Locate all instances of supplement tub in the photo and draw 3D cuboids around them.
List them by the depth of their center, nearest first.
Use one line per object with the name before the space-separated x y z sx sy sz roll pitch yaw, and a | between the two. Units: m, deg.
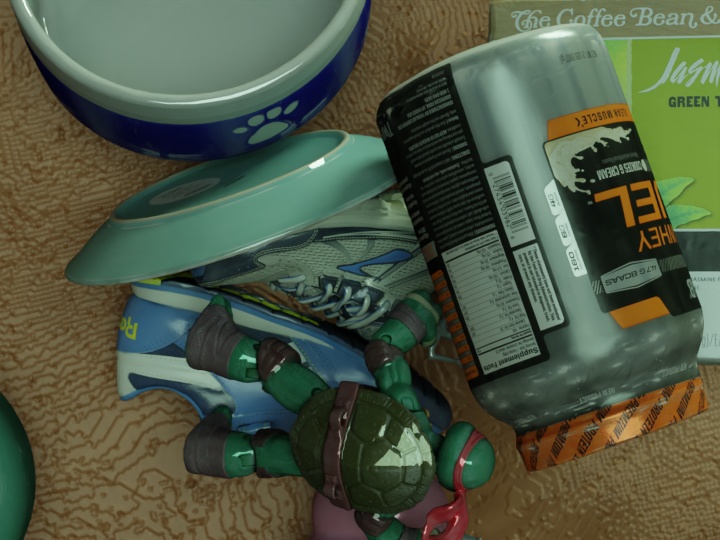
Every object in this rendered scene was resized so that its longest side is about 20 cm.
supplement tub | 0.094 -0.010 0.990 0.122 0.123 0.201 -19 86 -6

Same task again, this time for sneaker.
sneaker | 0.000 0.000 1.108 0.199 0.077 0.086 -8 91 -30
sneaker | -0.046 0.063 1.136 0.199 0.074 0.083 20 93 0

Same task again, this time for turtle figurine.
turtle figurine | 0.005 0.082 1.034 0.199 0.101 0.150 12 95 21

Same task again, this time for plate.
plate | -0.066 -0.041 1.067 0.199 0.200 0.026 -20 104 -6

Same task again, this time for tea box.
tea box | 0.175 -0.046 1.103 0.199 0.134 0.198 -1 88 12

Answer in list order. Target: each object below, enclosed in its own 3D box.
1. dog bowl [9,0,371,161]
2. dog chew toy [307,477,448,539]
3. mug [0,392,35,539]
dog bowl | -0.092 -0.164 1.097 0.199 0.079 0.201 0 70 1
dog chew toy | 0.004 0.198 1.116 0.124 0.125 0.201 7 80 -6
mug | -0.245 0.132 1.089 0.152 0.114 0.185 -43 93 -5
